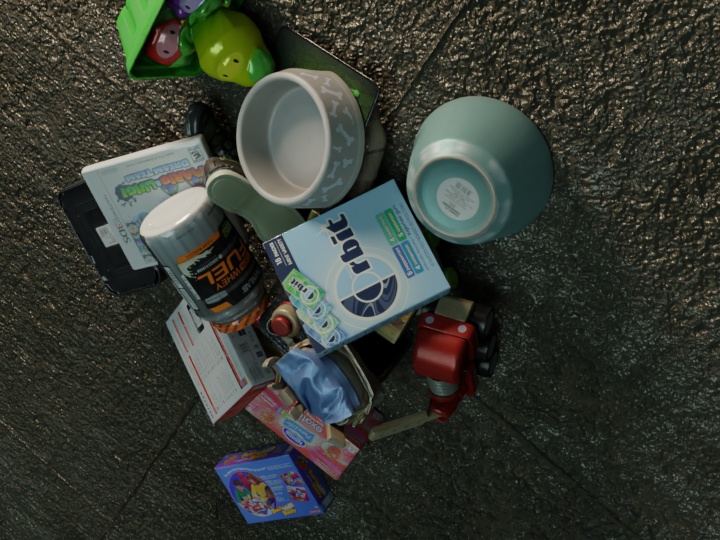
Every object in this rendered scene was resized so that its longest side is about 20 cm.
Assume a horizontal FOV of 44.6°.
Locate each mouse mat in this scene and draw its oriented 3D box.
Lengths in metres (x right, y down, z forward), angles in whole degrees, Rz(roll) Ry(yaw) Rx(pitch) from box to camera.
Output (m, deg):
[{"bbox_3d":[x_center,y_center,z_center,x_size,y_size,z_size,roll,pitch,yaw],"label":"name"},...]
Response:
[{"bbox_3d":[-0.069,-0.224,1.206,0.200,0.008,0.161,37,119,27],"label":"mouse mat"}]

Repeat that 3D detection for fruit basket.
[{"bbox_3d":[-0.217,-0.328,1.203,0.215,0.155,0.216,13,110,40],"label":"fruit basket"}]

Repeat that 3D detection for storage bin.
[{"bbox_3d":[-0.037,0.093,1.338,0.200,0.135,0.094,43,129,1],"label":"storage bin"},{"bbox_3d":[-0.392,-0.072,1.465,0.135,0.094,0.200,-14,110,35],"label":"storage bin"}]

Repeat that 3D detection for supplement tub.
[{"bbox_3d":[-0.223,-0.012,1.292,0.122,0.123,0.200,-10,125,33],"label":"supplement tub"}]

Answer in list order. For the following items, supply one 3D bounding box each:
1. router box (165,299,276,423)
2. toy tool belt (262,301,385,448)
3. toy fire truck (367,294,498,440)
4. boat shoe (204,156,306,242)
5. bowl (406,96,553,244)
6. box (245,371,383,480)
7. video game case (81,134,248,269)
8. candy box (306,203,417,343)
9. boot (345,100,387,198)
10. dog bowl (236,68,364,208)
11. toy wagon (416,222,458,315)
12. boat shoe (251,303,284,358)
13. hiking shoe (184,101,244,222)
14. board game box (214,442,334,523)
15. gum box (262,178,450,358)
[{"bbox_3d":[-0.234,0.128,1.447,0.179,0.049,0.200,-43,70,49],"label":"router box"},{"bbox_3d":[-0.068,0.143,1.217,0.200,0.123,0.125,46,128,-1],"label":"toy tool belt"},{"bbox_3d":[0.099,0.150,1.230,0.128,0.200,0.176,15,150,20],"label":"toy fire truck"},{"bbox_3d":[-0.148,-0.099,1.285,0.072,0.061,0.201,-40,134,14],"label":"boat shoe"},{"bbox_3d":[0.139,-0.115,1.140,0.200,0.105,0.201,14,122,23],"label":"bowl"},{"bbox_3d":[-0.079,0.238,1.472,0.200,0.095,0.103,37,130,6],"label":"box"},{"bbox_3d":[-0.293,-0.099,1.329,0.199,0.024,0.182,-13,121,14],"label":"video game case"},{"bbox_3d":[0.000,0.000,1.264,0.200,0.055,0.116,35,125,9],"label":"candy box"},{"bbox_3d":[-0.048,-0.184,1.239,0.199,0.070,0.147,12,113,30],"label":"boot"},{"bbox_3d":[-0.089,-0.178,1.189,0.200,0.059,0.201,8,102,38],"label":"dog bowl"},{"bbox_3d":[0.049,-0.026,1.284,0.155,0.040,0.201,-14,108,34],"label":"toy wagon"},{"bbox_3d":[-0.144,0.095,1.441,0.200,0.074,0.067,28,132,13],"label":"boat shoe"},{"bbox_3d":[-0.188,-0.169,1.325,0.100,0.076,0.200,-11,120,25],"label":"hiking shoe"},{"bbox_3d":[-0.163,0.398,1.643,0.200,0.045,0.135,-18,107,36],"label":"board game box"},{"bbox_3d":[-0.006,-0.003,1.184,0.200,0.045,0.170,-27,78,-4],"label":"gum box"}]
